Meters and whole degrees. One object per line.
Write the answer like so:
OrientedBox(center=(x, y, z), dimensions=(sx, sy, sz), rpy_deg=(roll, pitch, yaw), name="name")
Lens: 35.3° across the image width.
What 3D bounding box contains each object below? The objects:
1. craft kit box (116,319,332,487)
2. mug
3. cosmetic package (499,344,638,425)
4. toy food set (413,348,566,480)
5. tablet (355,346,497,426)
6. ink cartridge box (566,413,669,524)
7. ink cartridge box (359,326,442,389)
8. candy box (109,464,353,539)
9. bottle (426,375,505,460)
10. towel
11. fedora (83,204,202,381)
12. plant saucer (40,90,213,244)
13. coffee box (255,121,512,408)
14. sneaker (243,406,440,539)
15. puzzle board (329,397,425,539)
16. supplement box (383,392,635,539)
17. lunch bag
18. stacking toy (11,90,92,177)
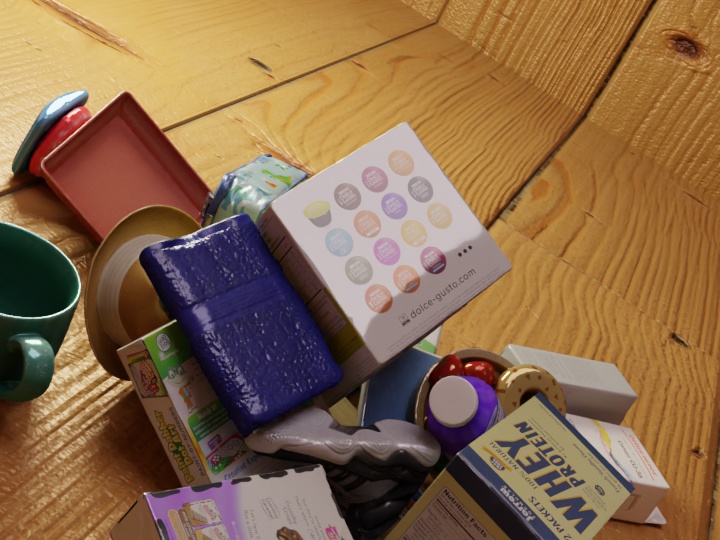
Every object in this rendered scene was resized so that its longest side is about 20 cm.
OrientedBox(center=(-0.122, 0.127, 1.117), dimensions=(0.199, 0.048, 0.200), rpy_deg=(-30, 98, -55), name="craft kit box")
OrientedBox(center=(-0.355, 0.049, 1.065), dimensions=(0.150, 0.115, 0.186), rpy_deg=(23, 27, -15), name="mug")
OrientedBox(center=(0.261, 0.170, 1.508), dimensions=(0.198, 0.102, 0.074), rpy_deg=(13, 31, -34), name="cosmetic package")
OrientedBox(center=(0.150, 0.188, 1.323), dimensions=(0.198, 0.049, 0.200), rpy_deg=(25, 61, -20), name="toy food set")
OrientedBox(center=(0.089, 0.164, 1.334), dimensions=(0.198, 0.014, 0.132), rpy_deg=(22, 62, -22), name="tablet")
OrientedBox(center=(0.311, 0.252, 1.447), dimensions=(0.198, 0.068, 0.117), rpy_deg=(15, 29, -28), name="ink cartridge box")
OrientedBox(center=(0.027, 0.070, 1.460), dimensions=(0.145, 0.085, 0.200), rpy_deg=(29, 25, -1), name="ink cartridge box")
OrientedBox(center=(-0.089, 0.265, 0.958), dimensions=(0.198, 0.072, 0.169), rpy_deg=(1, 54, -45), name="candy box")
OrientedBox(center=(0.107, 0.152, 1.167), dimensions=(0.065, 0.084, 0.200), rpy_deg=(20, -12, 17), name="bottle")
OrientedBox(center=(-0.115, 0.050, 1.086), dimensions=(0.147, 0.049, 0.201), rpy_deg=(-22, 77, -47), name="towel")
OrientedBox(center=(-0.195, 0.030, 1.172), dimensions=(0.081, 0.204, 0.200), rpy_deg=(11, 13, 33), name="fedora")
OrientedBox(center=(-0.279, -0.093, 1.379), dimensions=(0.200, 0.036, 0.201), rpy_deg=(51, 39, -15), name="plant saucer")
OrientedBox(center=(0.000, 0.000, 1.228), dimensions=(0.199, 0.200, 0.199), rpy_deg=(-33, 84, -29), name="coffee box")
OrientedBox(center=(-0.024, 0.202, 1.099), dimensions=(0.197, 0.115, 0.076), rpy_deg=(9, 17, -18), name="sneaker")
OrientedBox(center=(-0.013, 0.217, 1.235), dimensions=(0.150, 0.018, 0.200), rpy_deg=(-1, 40, -49), name="puzzle board")
OrientedBox(center=(0.125, 0.255, 1.079), dimensions=(0.134, 0.201, 0.199), rpy_deg=(44, 29, 15), name="supplement box")
OrientedBox(center=(-0.145, -0.052, 1.417), dimensions=(0.082, 0.162, 0.200), rpy_deg=(26, 23, 5), name="lunch bag")
OrientedBox(center=(-0.329, -0.118, 1.430), dimensions=(0.199, 0.110, 0.116), rpy_deg=(40, 35, -4), name="stacking toy")
